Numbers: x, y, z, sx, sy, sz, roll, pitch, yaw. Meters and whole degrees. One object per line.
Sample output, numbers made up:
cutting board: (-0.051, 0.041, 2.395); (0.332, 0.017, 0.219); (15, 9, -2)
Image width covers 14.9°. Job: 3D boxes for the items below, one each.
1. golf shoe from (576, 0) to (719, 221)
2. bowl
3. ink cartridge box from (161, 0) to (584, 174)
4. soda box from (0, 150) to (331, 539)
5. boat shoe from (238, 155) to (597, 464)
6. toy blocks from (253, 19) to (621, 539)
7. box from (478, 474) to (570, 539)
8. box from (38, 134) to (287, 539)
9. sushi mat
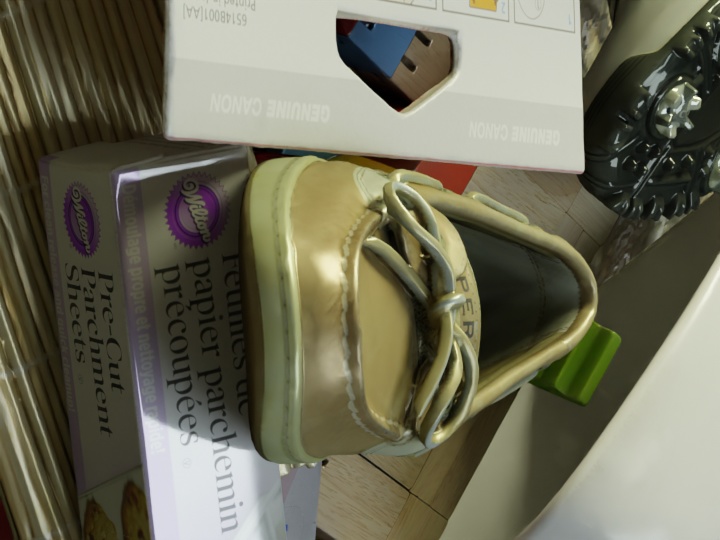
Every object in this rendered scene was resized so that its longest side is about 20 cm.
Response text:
golf shoe: (0.103, -0.088, 0.878); (0.200, 0.088, 0.077); (-49, 151, -41)
bowl: (0.086, 0.072, 0.916); (0.200, 0.075, 0.200); (-51, -177, -35)
ink cartridge box: (-0.004, -0.116, 0.703); (0.200, 0.045, 0.177); (2, 91, -57)
soda box: (-0.055, 0.065, 0.750); (0.063, 0.070, 0.200); (1, 94, -54)
boat shoe: (0.016, 0.009, 0.680); (0.201, 0.063, 0.073); (10, 77, -78)
toy blocks: (0.000, 0.000, 0.831); (0.137, 0.100, 0.200); (39, 77, -49)
box: (0.050, 0.190, 1.059); (0.164, 0.086, 0.200); (-42, 145, -30)
box: (-0.043, 0.068, 0.670); (0.039, 0.041, 0.200); (-13, 104, -33)
sushi mat: (-0.068, -0.025, 0.673); (0.096, 0.012, 0.200); (-27, 110, -31)
